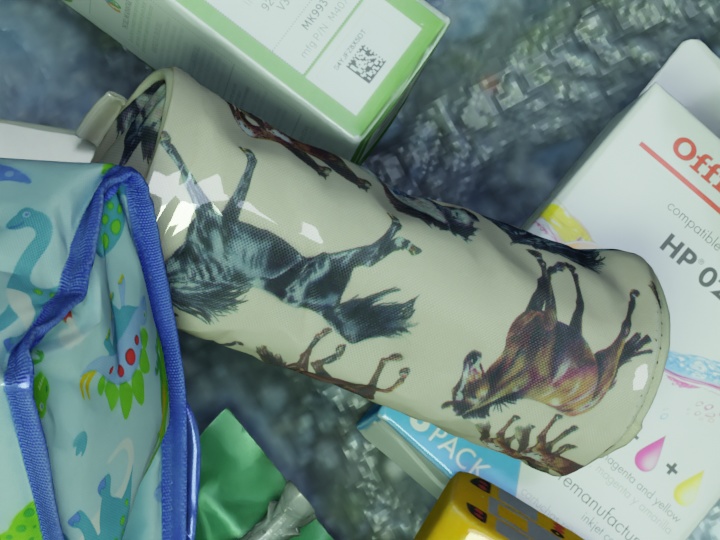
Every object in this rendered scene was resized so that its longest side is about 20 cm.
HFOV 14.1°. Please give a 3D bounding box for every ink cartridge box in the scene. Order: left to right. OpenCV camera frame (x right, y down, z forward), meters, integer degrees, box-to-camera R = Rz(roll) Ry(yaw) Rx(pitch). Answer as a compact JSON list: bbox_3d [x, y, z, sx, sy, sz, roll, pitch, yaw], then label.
[{"bbox_3d":[-0.068,-0.115,1.040,0.200,0.104,0.059,36,79,0],"label":"ink cartridge box"},{"bbox_3d":[0.107,0.016,1.058,0.115,0.068,0.200,40,79,0],"label":"ink cartridge box"}]

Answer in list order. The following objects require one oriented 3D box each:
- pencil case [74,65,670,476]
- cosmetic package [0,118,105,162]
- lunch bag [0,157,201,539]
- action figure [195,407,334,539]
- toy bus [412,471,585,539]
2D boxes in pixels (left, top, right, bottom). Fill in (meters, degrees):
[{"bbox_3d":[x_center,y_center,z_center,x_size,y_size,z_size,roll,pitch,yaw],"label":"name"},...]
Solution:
[{"bbox_3d":[0.000,0.000,0.957,0.199,0.090,0.078,22,108,-15],"label":"pencil case"},{"bbox_3d":[-0.173,-0.018,1.014,0.198,0.105,0.072,9,82,-4],"label":"cosmetic package"},{"bbox_3d":[-0.143,0.061,0.904,0.169,0.201,0.128,7,41,17],"label":"lunch bag"},{"bbox_3d":[-0.084,0.159,1.025,0.200,0.055,0.118,-41,91,-6],"label":"action figure"},{"bbox_3d":[0.014,0.176,0.992,0.078,0.065,0.201,30,102,-3],"label":"toy bus"}]
